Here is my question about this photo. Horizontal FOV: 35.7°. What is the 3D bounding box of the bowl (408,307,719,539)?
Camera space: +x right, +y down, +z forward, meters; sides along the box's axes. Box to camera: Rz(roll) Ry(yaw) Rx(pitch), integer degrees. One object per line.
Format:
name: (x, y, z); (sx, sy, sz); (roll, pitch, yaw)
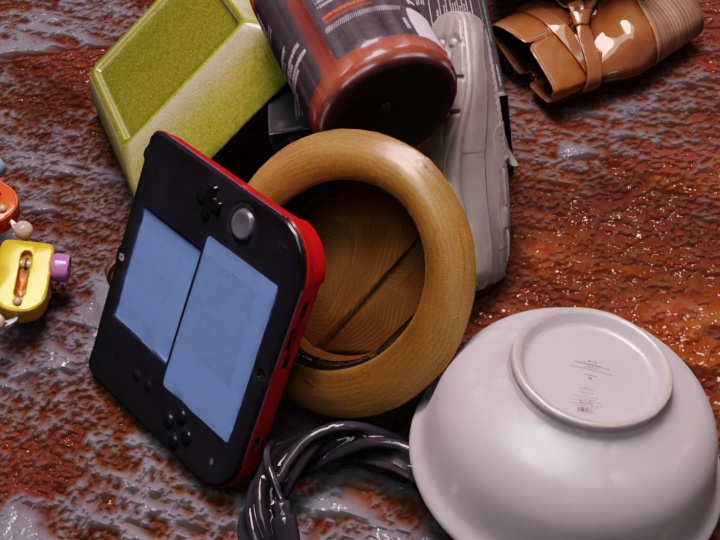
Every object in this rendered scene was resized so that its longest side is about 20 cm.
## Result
bowl: (0.132, 0.087, 0.684); (0.200, 0.091, 0.202); (3, 42, -2)

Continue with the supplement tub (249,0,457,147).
supplement tub: (-0.016, -0.179, 0.792); (0.107, 0.107, 0.201); (-22, 58, -6)

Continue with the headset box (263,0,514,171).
headset box: (0.014, -0.156, 0.924); (0.199, 0.093, 0.175); (-10, 52, 4)

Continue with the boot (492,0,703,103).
boot: (0.176, -0.236, 0.964); (0.154, 0.074, 0.200); (-27, 53, -11)

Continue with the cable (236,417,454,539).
cable: (0.000, 0.180, 0.704); (0.163, 0.051, 0.200); (-40, 58, -13)

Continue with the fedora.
fedora: (0.000, 0.000, 0.759); (0.200, 0.202, 0.082); (22, 18, 26)

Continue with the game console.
game console: (-0.113, 0.028, 0.765); (0.177, 0.201, 0.031); (33, 24, 30)

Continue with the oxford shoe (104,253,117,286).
oxford shoe: (-0.096, 0.006, 0.840); (0.199, 0.071, 0.072); (-7, 57, 5)

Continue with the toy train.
toy train: (-0.314, 0.008, 0.873); (0.150, 0.056, 0.200); (28, 59, 6)

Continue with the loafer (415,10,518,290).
loafer: (0.078, -0.085, 0.816); (0.070, 0.201, 0.070); (-6, 11, -36)

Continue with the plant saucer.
plant saucer: (-0.148, -0.171, 0.929); (0.200, 0.048, 0.200); (-44, 42, 9)
